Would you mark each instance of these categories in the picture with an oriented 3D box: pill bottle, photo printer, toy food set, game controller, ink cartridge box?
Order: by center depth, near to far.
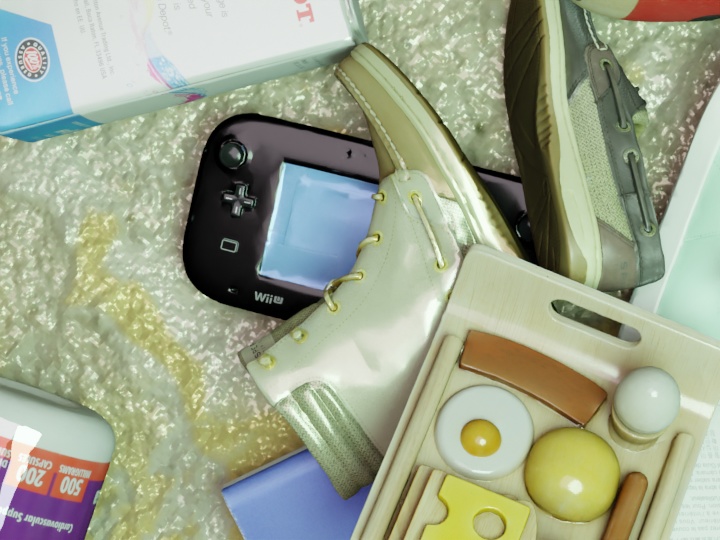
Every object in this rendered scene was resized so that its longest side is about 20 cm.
[{"bbox_3d":[0.084,0.096,1.228,0.143,0.060,0.200,22,60,4],"label":"toy food set"},{"bbox_3d":[0.143,0.162,1.280,0.166,0.069,0.200,-1,62,-14],"label":"photo printer"},{"bbox_3d":[-0.209,0.157,1.370,0.112,0.112,0.200,18,90,7],"label":"pill bottle"},{"bbox_3d":[-0.106,-0.162,1.384,0.200,0.085,0.145,-14,87,7],"label":"ink cartridge box"},{"bbox_3d":[0.006,-0.015,1.387,0.200,0.042,0.105,14,90,8],"label":"game controller"}]

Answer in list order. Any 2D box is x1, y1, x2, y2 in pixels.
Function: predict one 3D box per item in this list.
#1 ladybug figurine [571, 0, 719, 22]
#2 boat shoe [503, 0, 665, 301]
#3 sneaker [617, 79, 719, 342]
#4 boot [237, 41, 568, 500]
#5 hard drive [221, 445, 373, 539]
[{"bbox_3d":[0.180,-0.176,1.336,0.200,0.136,0.072,-9,124,-8],"label":"ladybug figurine"},{"bbox_3d":[0.117,-0.075,1.350,0.065,0.073,0.200,2,64,-14],"label":"boat shoe"},{"bbox_3d":[0.219,-0.028,1.347,0.118,0.074,0.201,20,94,7],"label":"sneaker"},{"bbox_3d":[0.000,0.000,1.331,0.155,0.072,0.200,-31,87,5],"label":"boot"},{"bbox_3d":[0.045,0.131,1.374,0.200,0.025,0.132,-26,97,5],"label":"hard drive"}]
